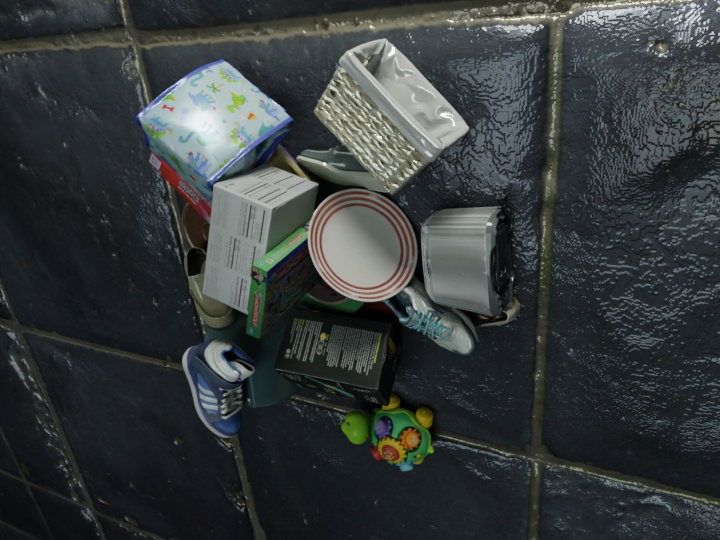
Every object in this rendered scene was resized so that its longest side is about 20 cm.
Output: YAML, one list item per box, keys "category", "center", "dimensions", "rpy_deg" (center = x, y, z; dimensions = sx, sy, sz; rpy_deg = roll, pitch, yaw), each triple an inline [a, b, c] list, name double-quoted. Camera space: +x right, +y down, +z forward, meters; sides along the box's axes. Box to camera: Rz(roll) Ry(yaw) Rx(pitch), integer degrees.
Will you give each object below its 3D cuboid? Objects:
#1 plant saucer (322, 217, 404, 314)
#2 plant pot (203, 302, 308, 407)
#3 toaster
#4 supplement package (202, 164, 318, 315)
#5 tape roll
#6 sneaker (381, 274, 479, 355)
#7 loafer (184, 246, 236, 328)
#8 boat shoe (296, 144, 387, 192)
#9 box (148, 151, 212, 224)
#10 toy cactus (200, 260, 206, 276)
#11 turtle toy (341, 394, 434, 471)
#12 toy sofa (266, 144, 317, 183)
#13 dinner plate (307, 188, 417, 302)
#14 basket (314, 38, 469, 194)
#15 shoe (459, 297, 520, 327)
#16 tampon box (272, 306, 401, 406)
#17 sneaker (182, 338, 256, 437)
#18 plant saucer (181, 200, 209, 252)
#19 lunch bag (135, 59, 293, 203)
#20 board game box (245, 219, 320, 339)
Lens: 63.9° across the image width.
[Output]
- category: "plant saucer"
  center: [0.000, 0.000, 1.101]
  dimensions: [0.199, 0.037, 0.201]
  rpy_deg: [2, 115, 28]
- category: "plant pot"
  center: [-0.220, 0.173, 1.213]
  dimensions: [0.195, 0.200, 0.197]
  rpy_deg: [12, 121, 24]
- category: "toaster"
  center: [0.176, -0.026, 0.940]
  dimensions: [0.129, 0.114, 0.201]
  rpy_deg: [4, 113, 30]
- category: "supplement package"
  center: [-0.168, -0.054, 0.972]
  dimensions: [0.110, 0.156, 0.201]
  rpy_deg: [23, 119, 15]
- category: "tape roll"
  center: [-0.061, -0.012, 1.075]
  dimensions: [0.200, 0.048, 0.201]
  rpy_deg: [13, 120, 23]
- category: "sneaker"
  center: [0.109, 0.085, 0.994]
  dimensions: [0.200, 0.086, 0.078]
  rpy_deg: [37, 119, 18]
- category: "loafer"
  center: [-0.317, 0.031, 1.181]
  dimensions: [0.200, 0.075, 0.068]
  rpy_deg: [54, 162, 28]
- category: "boat shoe"
  center: [-0.021, -0.188, 1.009]
  dimensions: [0.199, 0.073, 0.062]
  rpy_deg: [18, 80, 28]
- category: "box"
  center: [-0.298, -0.191, 1.115]
  dimensions: [0.200, 0.095, 0.100]
  rpy_deg: [44, 126, 9]
- category: "toy cactus"
  center: [-0.228, 0.012, 1.138]
  dimensions: [0.103, 0.164, 0.200]
  rpy_deg: [-64, 32, 10]
- category: "turtle toy"
  center: [0.059, 0.344, 1.210]
  dimensions: [0.199, 0.101, 0.146]
  rpy_deg: [18, 123, 20]
- category: "toy sofa"
  center: [-0.176, -0.209, 1.069]
  dimensions: [0.083, 0.098, 0.200]
  rpy_deg: [-43, 90, 14]
- category: "dinner plate"
  center: [0.004, -0.043, 0.982]
  dimensions: [0.200, 0.200, 0.024]
  rpy_deg: [48, 152, -2]
- category: "basket"
  center: [0.045, -0.233, 0.889]
  dimensions: [0.200, 0.136, 0.123]
  rpy_deg: [46, 130, 1]
- category: "shoe"
  center: [0.179, 0.066, 1.024]
  dimensions: [0.199, 0.053, 0.070]
  rpy_deg: [0, 115, 29]
- category: "tampon box"
  center: [-0.037, 0.164, 1.100]
  dimensions: [0.199, 0.127, 0.150]
  rpy_deg: [9, 158, 15]
- category: "sneaker"
  center: [-0.243, 0.221, 1.073]
  dimensions: [0.146, 0.081, 0.201]
  rpy_deg: [-14, 102, 38]
- category: "plant saucer"
  center: [-0.308, -0.084, 1.229]
  dimensions: [0.199, 0.034, 0.201]
  rpy_deg: [13, 121, 24]
- category: "lunch bag"
  center: [-0.236, -0.238, 0.964]
  dimensions: [0.170, 0.200, 0.127]
  rpy_deg: [41, 163, 1]
- category: "board game box"
  center: [-0.119, 0.007, 0.961]
  dimensions: [0.029, 0.200, 0.135]
  rpy_deg: [23, 125, 15]
